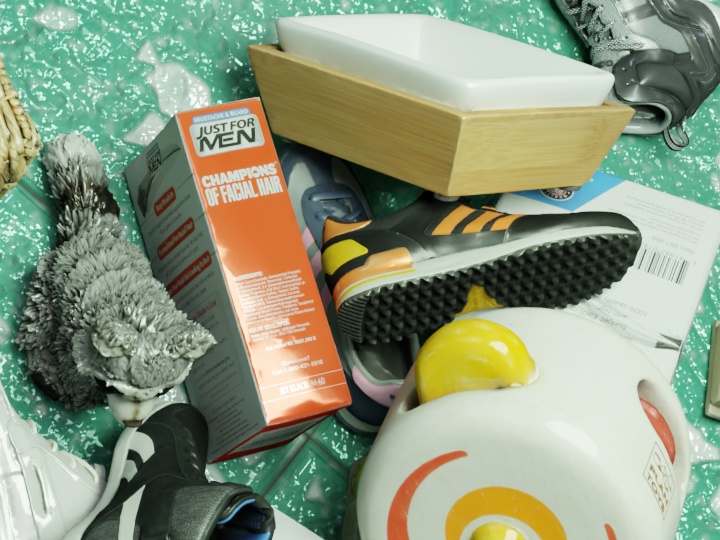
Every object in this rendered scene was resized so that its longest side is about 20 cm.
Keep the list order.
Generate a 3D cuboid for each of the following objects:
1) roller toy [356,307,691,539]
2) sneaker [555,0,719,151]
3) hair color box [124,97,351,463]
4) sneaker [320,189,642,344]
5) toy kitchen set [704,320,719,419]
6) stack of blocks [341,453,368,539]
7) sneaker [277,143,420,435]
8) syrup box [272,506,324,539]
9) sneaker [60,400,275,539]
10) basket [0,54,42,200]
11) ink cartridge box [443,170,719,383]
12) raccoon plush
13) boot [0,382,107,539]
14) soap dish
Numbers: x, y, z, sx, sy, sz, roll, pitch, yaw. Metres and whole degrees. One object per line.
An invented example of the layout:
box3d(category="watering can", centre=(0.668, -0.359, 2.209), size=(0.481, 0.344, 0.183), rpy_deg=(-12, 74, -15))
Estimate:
box3d(category="roller toy", centre=(0.096, 0.126, 1.398), size=(0.182, 0.200, 0.140), rpy_deg=(27, 34, 2))
box3d(category="sneaker", centre=(0.168, -0.167, 1.671), size=(0.200, 0.075, 0.114), rpy_deg=(34, 61, -12))
box3d(category="hair color box", centre=(-0.078, 0.007, 1.496), size=(0.064, 0.111, 0.201), rpy_deg=(-13, 80, -26))
box3d(category="sneaker", centre=(0.072, -0.021, 1.487), size=(0.199, 0.070, 0.090), rpy_deg=(-13, 54, -11))
box3d(category="toy kitchen set", centre=(0.348, 0.050, 1.618), size=(0.163, 0.180, 0.201), rpy_deg=(17, 64, -16))
box3d(category="stack of blocks", centre=(0.044, 0.221, 1.507), size=(0.115, 0.059, 0.201), rpy_deg=(15, 68, -18))
box3d(category="sneaker", centre=(0.000, 0.000, 1.546), size=(0.070, 0.082, 0.201), rpy_deg=(-14, 79, -25))
box3d(category="syrup box", centre=(-0.105, 0.225, 1.418), size=(0.200, 0.079, 0.082), rpy_deg=(-30, 123, -26))
box3d(category="sneaker", centre=(-0.093, 0.138, 1.409), size=(0.200, 0.112, 0.073), rpy_deg=(-63, 138, -58))
box3d(category="basket", centre=(-0.304, -0.114, 1.423), size=(0.149, 0.143, 0.201), rpy_deg=(-24, 87, -26))
box3d(category="ink cartridge box", centre=(0.135, 0.036, 1.546), size=(0.144, 0.084, 0.200), rpy_deg=(19, 53, 9))
box3d(category="raccoon plush", centre=(-0.158, -0.001, 1.451), size=(0.096, 0.134, 0.201), rpy_deg=(-18, 81, -25))
box3d(category="boot", centre=(-0.201, 0.121, 1.441), size=(0.095, 0.073, 0.201), rpy_deg=(-8, 82, -34))
box3d(category="soap dish", centre=(0.048, -0.106, 1.531), size=(0.157, 0.200, 0.082), rpy_deg=(-7, 110, -43))
